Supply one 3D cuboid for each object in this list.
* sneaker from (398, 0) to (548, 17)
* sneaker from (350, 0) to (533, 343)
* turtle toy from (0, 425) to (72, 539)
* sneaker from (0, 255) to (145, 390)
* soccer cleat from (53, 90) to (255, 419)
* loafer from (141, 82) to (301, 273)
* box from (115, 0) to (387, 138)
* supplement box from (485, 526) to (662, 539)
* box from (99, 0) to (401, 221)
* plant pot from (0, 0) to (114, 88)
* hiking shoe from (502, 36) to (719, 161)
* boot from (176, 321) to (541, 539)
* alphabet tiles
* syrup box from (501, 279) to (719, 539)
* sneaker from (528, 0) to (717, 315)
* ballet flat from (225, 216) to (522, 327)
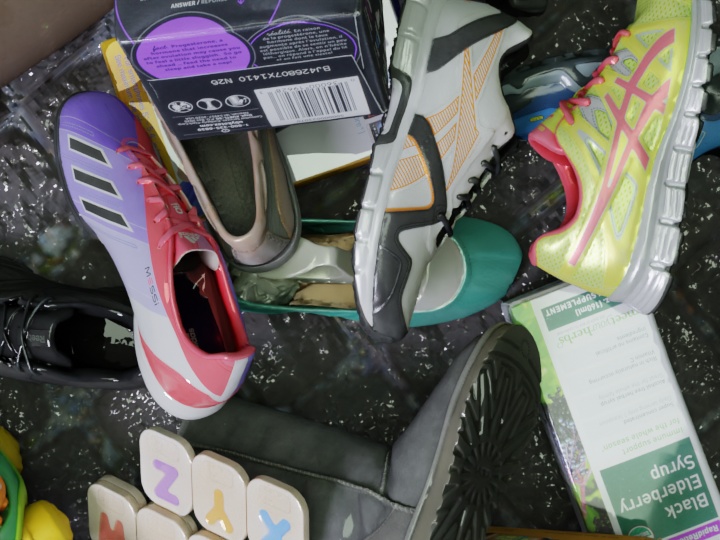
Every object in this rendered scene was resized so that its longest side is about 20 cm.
[{"bbox_3d":[0.103,-0.211,0.860,0.198,0.077,0.112,-23,100,-10],"label":"sneaker"},{"bbox_3d":[0.043,-0.057,0.795,0.079,0.074,0.202,13,85,2],"label":"sneaker"},{"bbox_3d":[-0.265,0.125,0.832,0.145,0.102,0.200,-31,48,-16],"label":"turtle toy"},{"bbox_3d":[-0.196,0.032,0.854,0.197,0.091,0.077,3,92,2],"label":"sneaker"},{"bbox_3d":[-0.110,-0.021,0.805,0.068,0.073,0.202,-12,72,-36],"label":"soccer cleat"},{"bbox_3d":[-0.086,-0.098,0.819,0.071,0.063,0.202,-23,80,4],"label":"loafer"},{"bbox_3d":[-0.055,-0.186,0.753,0.121,0.106,0.202,-5,70,7],"label":"box"},{"bbox_3d":[0.068,0.180,0.818,0.198,0.066,0.070,-5,89,33],"label":"supplement box"},{"bbox_3d":[-0.044,-0.111,0.877,0.198,0.041,0.120,-20,89,3],"label":"box"},{"bbox_3d":[-0.234,-0.173,0.818,0.173,0.200,0.202,-24,90,-16],"label":"plant pot"},{"bbox_3d":[0.154,-0.085,0.857,0.197,0.074,0.088,-7,89,1],"label":"hiking shoe"},{"bbox_3d":[-0.011,0.098,0.830,0.073,0.199,0.183,45,64,-40],"label":"boot"},{"bbox_3d":[-0.079,0.191,0.824,0.198,0.015,0.198,19,121,31],"label":"alphabet tiles"},{"bbox_3d":[0.153,0.100,0.854,0.078,0.081,0.202,-20,89,2],"label":"syrup box"},{"bbox_3d":[0.138,-0.083,0.789,0.089,0.078,0.202,10,84,6],"label":"sneaker"},{"bbox_3d":[0.000,0.000,0.861,0.197,0.070,0.068,0,89,0],"label":"ballet flat"}]
